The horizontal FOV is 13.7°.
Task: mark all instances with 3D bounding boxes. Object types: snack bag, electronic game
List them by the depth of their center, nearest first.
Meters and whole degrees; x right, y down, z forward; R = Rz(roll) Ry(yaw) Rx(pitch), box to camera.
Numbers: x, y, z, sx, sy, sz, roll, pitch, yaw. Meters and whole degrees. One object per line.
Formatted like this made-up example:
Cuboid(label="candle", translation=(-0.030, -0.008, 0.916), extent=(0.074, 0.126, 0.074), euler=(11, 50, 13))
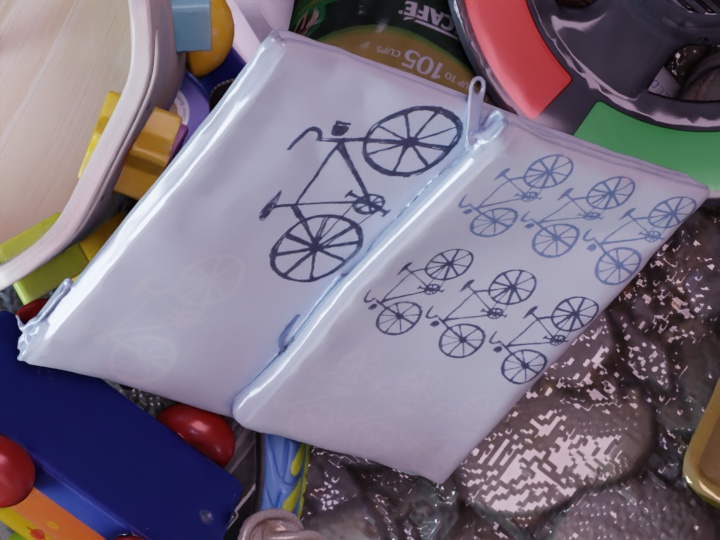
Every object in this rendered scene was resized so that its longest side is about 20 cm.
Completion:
Cuboid(label="snack bag", translation=(0.000, 0.000, 1.110), extent=(0.199, 0.189, 0.021), euler=(19, 40, -31))
Cuboid(label="electronic game", translation=(0.129, -0.123, 1.115), extent=(0.199, 0.042, 0.201), euler=(0, 101, 1))

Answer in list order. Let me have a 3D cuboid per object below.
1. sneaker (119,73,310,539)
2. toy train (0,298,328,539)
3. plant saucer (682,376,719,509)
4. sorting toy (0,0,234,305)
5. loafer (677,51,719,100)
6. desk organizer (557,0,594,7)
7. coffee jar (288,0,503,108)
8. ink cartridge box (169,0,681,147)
Cuboid(label="sneaker", translation=(-0.058, 0.020, 1.214), extent=(0.082, 0.071, 0.201), euler=(5, 94, 2))
Cuboid(label="toy train", translation=(-0.097, 0.108, 1.183), extent=(0.200, 0.116, 0.085), euler=(38, 48, -18))
Cuboid(label="plant saucer", translation=(0.244, 0.067, 1.252), extent=(0.199, 0.049, 0.201), euler=(30, 57, 0))
Cuboid(label="sorting toy", translation=(-0.112, -0.058, 1.153), extent=(0.106, 0.180, 0.201), euler=(26, 94, -10))
Cuboid(label="loafer", translation=(0.216, -0.023, 1.217), extent=(0.199, 0.063, 0.072), euler=(24, 116, 5))
Cuboid(label="desk organizer", translation=(0.132, -0.178, 1.256), extent=(0.077, 0.072, 0.200), euler=(35, 73, -1))
Cuboid(label="coffee jar", translation=(0.022, -0.106, 1.182), extent=(0.104, 0.085, 0.201), euler=(24, 61, -27))
Cuboid(label="ink cartridge box", translation=(0.013, -0.072, 1.268), extent=(0.200, 0.041, 0.200), euler=(-41, 88, -14))
